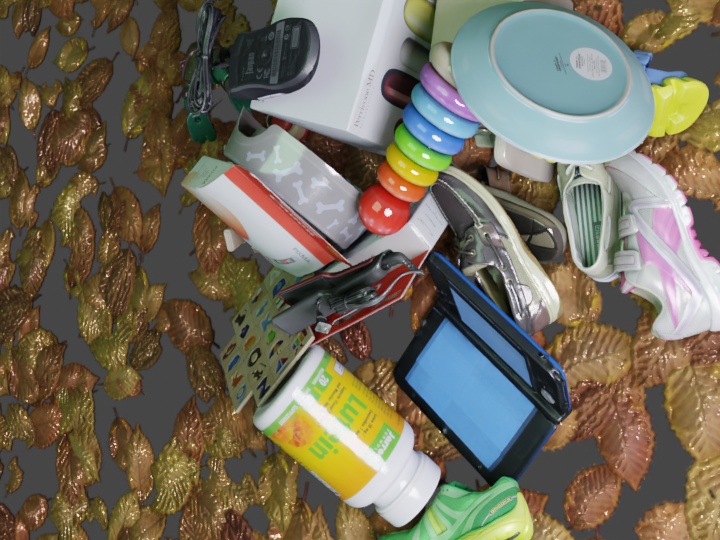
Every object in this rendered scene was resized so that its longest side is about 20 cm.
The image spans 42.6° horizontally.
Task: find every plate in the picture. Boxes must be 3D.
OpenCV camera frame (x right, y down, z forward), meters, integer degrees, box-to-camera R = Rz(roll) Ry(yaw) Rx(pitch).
[{"bbox_3d":[0.179,-0.182,0.841,0.202,0.198,0.026,58,154,25],"label":"plate"}]

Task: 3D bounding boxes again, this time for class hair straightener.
[{"bbox_3d":[-0.018,0.034,0.939,0.198,0.041,0.078,-18,45,37],"label":"hair straightener"}]

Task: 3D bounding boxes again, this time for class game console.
[{"bbox_3d":[0.115,0.109,0.980,0.118,0.171,0.200,-42,60,-7],"label":"game console"}]

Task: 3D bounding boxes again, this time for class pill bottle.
[{"bbox_3d":[-0.011,0.186,1.013,0.199,0.111,0.111,41,111,-7],"label":"pill bottle"}]

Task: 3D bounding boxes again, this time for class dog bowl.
[{"bbox_3d":[-0.069,-0.099,1.035,0.199,0.200,0.059,37,90,32],"label":"dog bowl"}]

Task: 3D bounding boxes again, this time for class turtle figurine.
[{"bbox_3d":[-0.192,-0.252,1.215,0.150,0.100,0.201,-45,34,19],"label":"turtle figurine"}]

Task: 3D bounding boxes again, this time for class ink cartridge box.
[{"bbox_3d":[-0.104,-0.049,1.012,0.050,0.162,0.200,-50,25,-5],"label":"ink cartridge box"},{"bbox_3d":[0.000,0.000,1.023,0.199,0.174,0.044,-31,105,40],"label":"ink cartridge box"}]

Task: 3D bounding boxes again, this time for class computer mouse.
[{"bbox_3d":[-0.104,-0.243,0.976,0.198,0.046,0.143,-6,77,40],"label":"computer mouse"}]

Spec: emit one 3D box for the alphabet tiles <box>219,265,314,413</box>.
[{"bbox_3d":[-0.105,0.068,1.073,0.167,0.006,0.200,-52,27,10],"label":"alphabet tiles"}]

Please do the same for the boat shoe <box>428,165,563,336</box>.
[{"bbox_3d":[0.132,-0.018,0.964,0.065,0.073,0.201,-37,85,-18],"label":"boat shoe"}]

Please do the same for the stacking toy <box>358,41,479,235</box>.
[{"bbox_3d":[0.057,-0.121,0.916,0.086,0.085,0.201,49,120,28],"label":"stacking toy"}]

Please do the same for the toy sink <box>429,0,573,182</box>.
[{"bbox_3d":[0.143,-0.204,0.985,0.111,0.130,0.204,6,89,35],"label":"toy sink"}]

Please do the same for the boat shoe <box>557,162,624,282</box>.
[{"bbox_3d":[0.237,-0.091,0.945,0.071,0.062,0.204,-16,75,32],"label":"boat shoe"}]

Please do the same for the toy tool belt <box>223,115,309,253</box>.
[{"bbox_3d":[-0.120,-0.119,1.162,0.123,0.122,0.204,3,86,35],"label":"toy tool belt"}]

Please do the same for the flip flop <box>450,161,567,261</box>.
[{"bbox_3d":[0.151,-0.078,1.004,0.057,0.082,0.199,-40,47,-19],"label":"flip flop"}]

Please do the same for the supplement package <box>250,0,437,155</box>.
[{"bbox_3d":[0.013,-0.238,1.036,0.146,0.199,0.194,19,96,35],"label":"supplement package"}]

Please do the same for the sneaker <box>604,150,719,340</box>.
[{"bbox_3d":[0.277,-0.022,0.879,0.087,0.081,0.202,-27,73,9],"label":"sneaker"}]

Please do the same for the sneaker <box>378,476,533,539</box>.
[{"bbox_3d":[0.101,0.278,1.004,0.198,0.074,0.085,-27,46,33],"label":"sneaker"}]

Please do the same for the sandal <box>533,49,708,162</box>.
[{"bbox_3d":[0.236,-0.166,0.914,0.080,0.197,0.088,93,160,-50],"label":"sandal"}]
